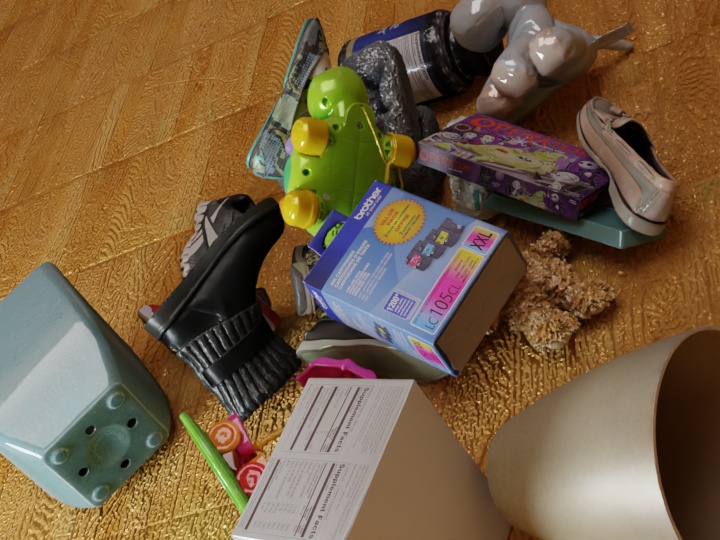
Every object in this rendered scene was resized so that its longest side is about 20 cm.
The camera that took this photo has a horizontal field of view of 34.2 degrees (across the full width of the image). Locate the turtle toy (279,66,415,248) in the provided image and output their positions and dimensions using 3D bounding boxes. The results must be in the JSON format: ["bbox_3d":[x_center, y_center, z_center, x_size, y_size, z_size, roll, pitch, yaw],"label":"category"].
[{"bbox_3d":[-0.024,-0.119,1.253,0.101,0.145,0.202,4,87,60],"label":"turtle toy"}]

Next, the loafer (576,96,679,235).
[{"bbox_3d":[0.275,-0.120,1.177,0.201,0.071,0.063,-101,29,-47],"label":"loafer"}]

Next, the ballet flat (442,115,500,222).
[{"bbox_3d":[0.130,-0.136,1.359,0.071,0.072,0.201,-25,38,14],"label":"ballet flat"}]

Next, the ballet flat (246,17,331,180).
[{"bbox_3d":[-0.063,-0.190,1.323,0.074,0.074,0.201,8,73,44],"label":"ballet flat"}]

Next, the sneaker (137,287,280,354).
[{"bbox_3d":[-0.176,0.055,1.392,0.199,0.071,0.113,22,69,41],"label":"sneaker"}]

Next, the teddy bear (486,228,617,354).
[{"bbox_3d":[0.160,0.013,1.169,0.144,0.067,0.200,-33,37,0],"label":"teddy bear"}]

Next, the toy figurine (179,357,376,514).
[{"bbox_3d":[-0.047,0.170,1.133,0.183,0.151,0.200,-33,57,-12],"label":"toy figurine"}]

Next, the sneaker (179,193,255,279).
[{"bbox_3d":[-0.174,-0.034,1.492,0.090,0.067,0.201,-23,36,21],"label":"sneaker"}]

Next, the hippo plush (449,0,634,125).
[{"bbox_3d":[0.189,-0.285,1.352,0.199,0.159,0.161,-34,79,8],"label":"hippo plush"}]

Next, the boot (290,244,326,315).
[{"bbox_3d":[0.000,0.000,1.300,0.149,0.074,0.200,-10,5,1],"label":"boot"}]

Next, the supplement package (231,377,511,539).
[{"bbox_3d":[0.019,0.208,0.954,0.110,0.200,0.156,-2,47,37],"label":"supplement package"}]

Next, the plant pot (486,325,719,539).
[{"bbox_3d":[0.201,0.151,0.911,0.199,0.187,0.188,-16,38,47],"label":"plant pot"}]

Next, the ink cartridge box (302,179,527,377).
[{"bbox_3d":[0.041,0.000,1.144,0.199,0.076,0.137,23,70,37],"label":"ink cartridge box"}]

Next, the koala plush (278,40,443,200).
[{"bbox_3d":[-0.016,-0.135,1.396,0.199,0.178,0.185,-18,50,17],"label":"koala plush"}]

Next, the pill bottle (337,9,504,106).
[{"bbox_3d":[0.079,-0.270,1.510,0.199,0.112,0.112,-13,42,28],"label":"pill bottle"}]

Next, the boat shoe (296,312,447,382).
[{"bbox_3d":[0.018,0.073,1.214,0.200,0.072,0.061,-1,53,42],"label":"boat shoe"}]

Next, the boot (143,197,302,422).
[{"bbox_3d":[-0.115,0.042,1.279,0.211,0.158,0.079,-50,0,-8],"label":"boot"}]

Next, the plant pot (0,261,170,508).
[{"bbox_3d":[-0.330,0.152,1.320,0.196,0.197,0.200,-45,45,-12],"label":"plant pot"}]

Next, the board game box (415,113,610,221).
[{"bbox_3d":[0.173,-0.114,1.241,0.199,0.033,0.120,23,31,30],"label":"board game box"}]

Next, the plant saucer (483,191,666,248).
[{"bbox_3d":[0.218,-0.059,1.213,0.070,0.019,0.199,-14,22,-34],"label":"plant saucer"}]
